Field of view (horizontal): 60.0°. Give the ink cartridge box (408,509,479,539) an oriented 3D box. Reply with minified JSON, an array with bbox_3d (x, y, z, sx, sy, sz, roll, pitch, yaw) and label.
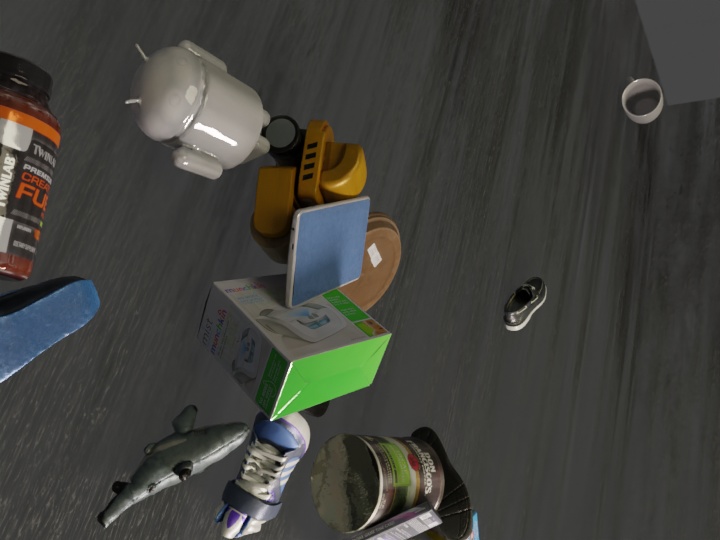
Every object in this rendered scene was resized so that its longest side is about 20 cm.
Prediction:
[{"bbox_3d":[0.117,0.548,1.162,0.198,0.143,0.151,-17,104,-51],"label":"ink cartridge box"}]

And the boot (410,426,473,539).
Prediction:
[{"bbox_3d":[0.152,0.410,1.174,0.155,0.072,0.207,80,-11,-62],"label":"boot"}]

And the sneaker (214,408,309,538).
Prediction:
[{"bbox_3d":[-0.135,0.280,0.828,0.202,0.079,0.148,110,7,-50],"label":"sneaker"}]

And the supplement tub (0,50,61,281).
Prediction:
[{"bbox_3d":[-0.349,-0.098,0.590,0.106,0.105,0.206,18,76,-50],"label":"supplement tub"}]

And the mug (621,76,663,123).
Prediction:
[{"bbox_3d":[1.118,-0.686,2.489,0.174,0.146,0.204,7,54,-59],"label":"mug"}]

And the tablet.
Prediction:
[{"bbox_3d":[-0.042,-0.032,0.875,0.199,0.013,0.134,-23,124,-60],"label":"tablet"}]

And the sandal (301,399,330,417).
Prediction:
[{"bbox_3d":[-0.106,0.182,0.966,0.077,0.044,0.200,-69,152,-18],"label":"sandal"}]

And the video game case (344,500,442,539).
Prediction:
[{"bbox_3d":[0.034,0.433,1.010,0.144,0.196,0.019,63,2,-58],"label":"video game case"}]

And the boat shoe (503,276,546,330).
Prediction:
[{"bbox_3d":[0.434,0.072,1.634,0.201,0.074,0.061,-51,133,-40],"label":"boat shoe"}]

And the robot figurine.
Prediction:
[{"bbox_3d":[-0.201,-0.199,0.777,0.198,0.111,0.174,21,58,-50],"label":"robot figurine"}]

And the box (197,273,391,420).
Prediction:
[{"bbox_3d":[-0.090,0.092,0.855,0.198,0.176,0.098,-7,127,-48],"label":"box"}]

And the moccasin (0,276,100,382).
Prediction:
[{"bbox_3d":[-0.357,0.066,0.614,0.198,0.067,0.083,-27,119,-48],"label":"moccasin"}]

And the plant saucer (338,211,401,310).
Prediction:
[{"bbox_3d":[0.000,0.000,1.031,0.198,0.029,0.203,-31,140,-31],"label":"plant saucer"}]

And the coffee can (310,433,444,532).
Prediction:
[{"bbox_3d":[0.032,0.356,1.053,0.198,0.144,0.150,20,74,-50],"label":"coffee can"}]

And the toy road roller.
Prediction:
[{"bbox_3d":[-0.068,-0.114,0.887,0.123,0.142,0.205,66,30,-74],"label":"toy road roller"}]

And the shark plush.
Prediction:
[{"bbox_3d":[-0.230,0.232,0.761,0.198,0.082,0.093,-11,99,-52],"label":"shark plush"}]
